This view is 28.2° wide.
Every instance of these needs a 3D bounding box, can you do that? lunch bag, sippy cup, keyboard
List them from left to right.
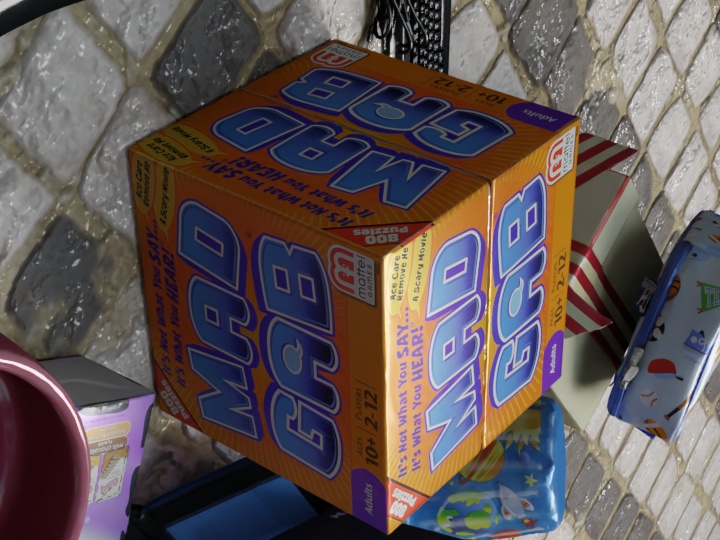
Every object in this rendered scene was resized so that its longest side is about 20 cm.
[{"bbox_3d":[0.046,-0.194,1.019,0.104,0.039,0.201,-35,135,-41],"label":"keyboard"},{"bbox_3d":[0.085,0.143,1.061,0.178,0.129,0.141,65,26,-60],"label":"sippy cup"},{"bbox_3d":[0.259,0.045,1.139,0.200,0.075,0.161,-32,145,-61],"label":"lunch bag"}]

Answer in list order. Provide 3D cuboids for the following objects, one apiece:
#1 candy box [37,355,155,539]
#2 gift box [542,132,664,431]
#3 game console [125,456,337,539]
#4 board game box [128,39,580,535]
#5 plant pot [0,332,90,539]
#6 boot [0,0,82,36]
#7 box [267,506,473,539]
[{"bbox_3d":[-0.216,0.160,0.819,0.167,0.071,0.202,-4,112,-55],"label":"candy box"},{"bbox_3d":[0.138,-0.002,1.131,0.186,0.199,0.187,-64,147,-15],"label":"gift box"},{"bbox_3d":[-0.090,0.234,0.997,0.200,0.117,0.172,59,39,-51],"label":"game console"},{"bbox_3d":[0.000,0.000,0.918,0.199,0.199,0.201,-35,136,-40],"label":"board game box"},{"bbox_3d":[-0.246,0.082,0.612,0.199,0.178,0.201,-32,139,-34],"label":"plant pot"},{"bbox_3d":[-0.197,-0.092,0.690,0.197,0.073,0.164,-13,118,-44],"label":"boot"},{"bbox_3d":[0.013,0.278,0.951,0.107,0.148,0.202,-19,105,-39],"label":"box"}]
